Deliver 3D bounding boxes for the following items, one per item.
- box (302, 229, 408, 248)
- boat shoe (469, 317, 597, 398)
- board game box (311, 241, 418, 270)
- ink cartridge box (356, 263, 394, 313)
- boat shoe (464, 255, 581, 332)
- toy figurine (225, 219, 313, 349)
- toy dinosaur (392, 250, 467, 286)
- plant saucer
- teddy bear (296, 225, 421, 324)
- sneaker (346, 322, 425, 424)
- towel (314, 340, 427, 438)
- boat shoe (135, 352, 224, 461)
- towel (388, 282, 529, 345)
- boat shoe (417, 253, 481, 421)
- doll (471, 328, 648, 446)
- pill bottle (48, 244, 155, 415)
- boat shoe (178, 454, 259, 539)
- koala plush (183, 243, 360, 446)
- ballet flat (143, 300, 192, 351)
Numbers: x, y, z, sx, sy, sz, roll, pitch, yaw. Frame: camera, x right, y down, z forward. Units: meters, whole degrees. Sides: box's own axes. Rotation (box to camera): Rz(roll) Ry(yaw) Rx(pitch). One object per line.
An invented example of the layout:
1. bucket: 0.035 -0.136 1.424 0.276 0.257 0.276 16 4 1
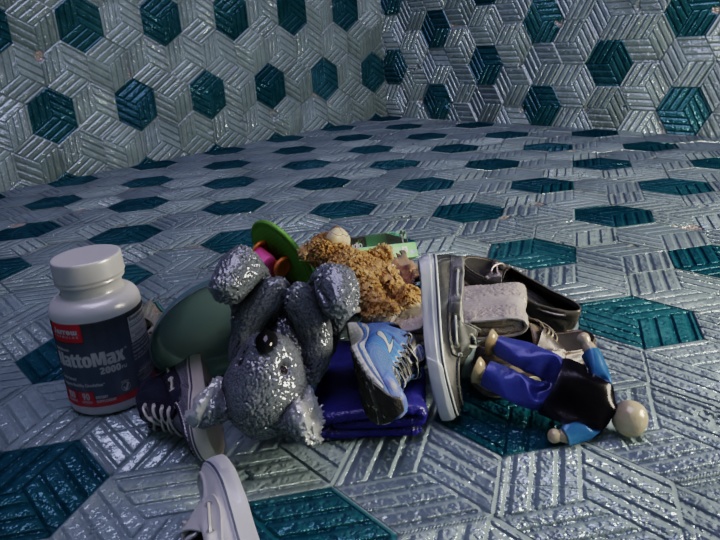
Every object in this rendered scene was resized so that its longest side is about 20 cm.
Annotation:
1. box: -0.020 -0.029 1.243 0.195 0.037 0.144 -10 -12 -13
2. boat shoe: 0.233 0.106 0.862 0.196 0.075 0.074 -14 22 -24
3. board game box: -0.012 -0.010 1.175 0.196 0.030 0.134 -7 -13 -25
4. ink cartridge box: -0.019 0.035 1.068 0.114 0.069 0.200 -8 -1 -12
5. boat shoe: 0.236 0.024 0.977 0.198 0.058 0.067 32 46 10
6. toy figurine: -0.177 0.055 1.010 0.149 0.203 0.183 32 57 29
7. toy dinosaur: 0.128 0.044 1.055 0.133 0.087 0.201 -21 40 -14
8. plant saucer: -0.186 0.072 0.879 0.196 0.203 0.028 -14 52 -24
9. teddy bear: 0.000 0.000 0.918 0.142 0.068 0.201 -14 44 -22
10. sneaker: 0.034 0.104 0.762 0.087 0.080 0.201 -13 20 -1
11. towel: 0.016 0.148 0.844 0.144 0.051 0.201 -9 19 8
12. boat shoe: -0.222 0.177 0.795 0.091 0.076 0.200 -22 21 -8
13. towel: 0.130 0.057 0.900 0.195 0.035 0.133 -8 20 16
14. boat shoe: 0.112 0.076 0.795 0.069 0.205 0.072 -7 -8 8
15. doll: 0.234 0.132 0.760 0.197 0.049 0.138 23 68 21
16. pill bottle: -0.350 0.076 0.882 0.116 0.205 0.120 -4 19 1
17. boat shoe: -0.131 0.236 0.586 0.064 0.075 0.200 -8 19 -22
18. koala plush: -0.098 0.109 0.745 0.173 0.187 0.202 9 37 -1
19. ballet flat: -0.297 0.096 0.976 0.062 0.068 0.199 -38 23 -19
